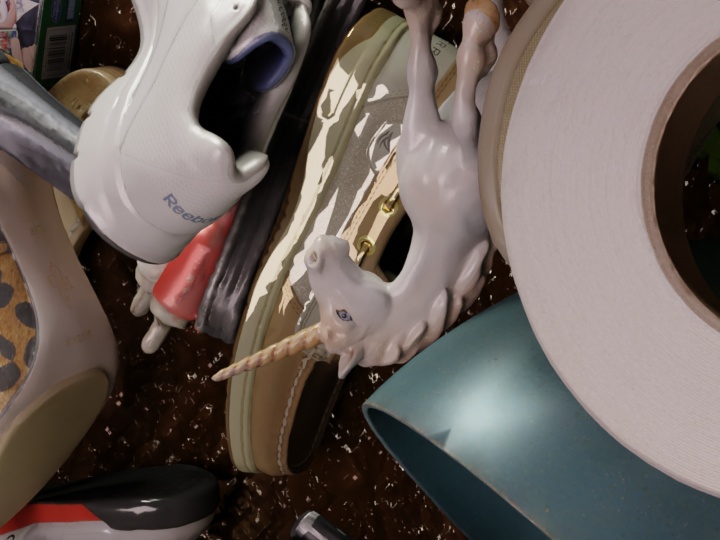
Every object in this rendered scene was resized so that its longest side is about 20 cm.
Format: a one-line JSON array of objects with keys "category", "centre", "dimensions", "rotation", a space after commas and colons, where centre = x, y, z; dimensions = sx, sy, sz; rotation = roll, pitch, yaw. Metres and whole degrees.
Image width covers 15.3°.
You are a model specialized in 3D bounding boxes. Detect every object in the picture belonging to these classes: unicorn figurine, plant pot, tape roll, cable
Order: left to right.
[{"category": "cable", "centre": [-0.044, -0.053, 1.068], "dimensions": [0.050, 0.097, 0.200], "rotation": [18, 116, -9]}, {"category": "unicorn figurine", "centre": [0.036, -0.050, 0.956], "dimensions": [0.074, 0.200, 0.138], "rotation": [24, 132, 37]}, {"category": "plant pot", "centre": [0.119, 0.068, 0.941], "dimensions": [0.200, 0.200, 0.135], "rotation": [41, 81, 20]}, {"category": "tape roll", "centre": [0.142, -0.026, 0.817], "dimensions": [0.203, 0.037, 0.203], "rotation": [-2, 85, 22]}]

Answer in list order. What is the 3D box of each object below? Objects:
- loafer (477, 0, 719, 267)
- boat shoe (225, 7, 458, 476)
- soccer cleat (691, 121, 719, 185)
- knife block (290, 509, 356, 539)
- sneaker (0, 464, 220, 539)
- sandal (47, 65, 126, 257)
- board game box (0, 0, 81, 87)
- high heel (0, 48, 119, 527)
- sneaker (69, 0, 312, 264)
[{"category": "loafer", "centre": [0.106, -0.083, 0.900], "dimensions": [0.068, 0.076, 0.200], "rotation": [13, 73, 50]}, {"category": "boat shoe", "centre": [0.000, 0.000, 1.055], "dimensions": [0.066, 0.074, 0.200], "rotation": [23, 115, 13]}, {"category": "soccer cleat", "centre": [0.170, -0.048, 0.903], "dimensions": [0.200, 0.067, 0.081], "rotation": [38, 113, 58]}, {"category": "knife block", "centre": [0.047, 0.161, 0.982], "dimensions": [0.200, 0.064, 0.176], "rotation": [-7, 101, -10]}, {"category": "sneaker", "centre": [-0.129, 0.149, 1.169], "dimensions": [0.201, 0.067, 0.108], "rotation": [-12, 93, 37]}, {"category": "sandal", "centre": [-0.163, 0.003, 1.162], "dimensions": [0.078, 0.070, 0.212], "rotation": [40, 117, 21]}, {"category": "board game box", "centre": [-0.172, -0.192, 1.160], "dimensions": [0.134, 0.029, 0.200], "rotation": [19, 108, 30]}, {"category": "high heel", "centre": [-0.167, 0.008, 1.118], "dimensions": [0.143, 0.071, 0.200], "rotation": [36, 113, 26]}, {"category": "sneaker", "centre": [-0.050, -0.100, 1.036], "dimensions": [0.087, 0.074, 0.200], "rotation": [-20, 57, 46]}]
